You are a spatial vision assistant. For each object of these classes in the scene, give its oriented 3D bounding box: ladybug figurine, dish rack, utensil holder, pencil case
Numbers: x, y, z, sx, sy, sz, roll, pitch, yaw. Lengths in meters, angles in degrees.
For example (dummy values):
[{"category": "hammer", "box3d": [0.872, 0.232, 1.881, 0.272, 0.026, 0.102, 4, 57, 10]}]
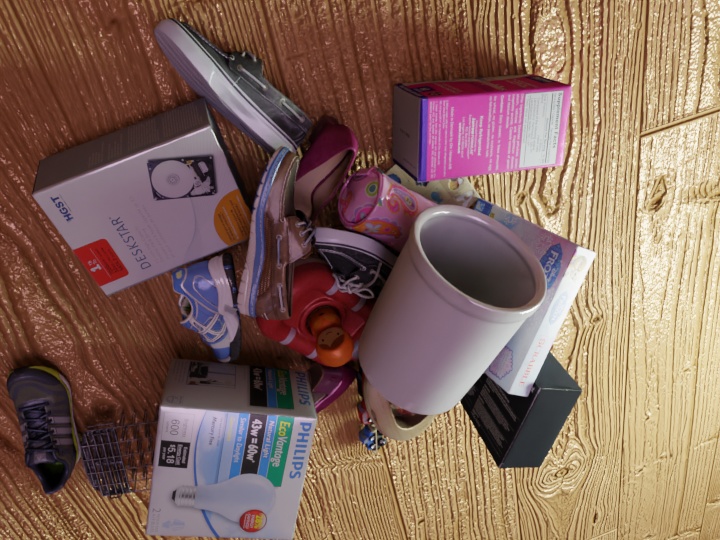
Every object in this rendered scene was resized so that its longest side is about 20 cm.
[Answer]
[{"category": "ladybug figurine", "box3d": [0.057, 0.166, 0.891, 0.135, 0.072, 0.202, -31, 128, -21]}, {"category": "dish rack", "box3d": [-0.309, 0.267, 0.897, 0.196, 0.055, 0.156, -6, 119, -12]}, {"category": "utensil holder", "box3d": [0.102, 0.053, 0.724, 0.167, 0.172, 0.202, 7, 132, -21]}, {"category": "pencil case", "box3d": [0.064, -0.064, 0.777, 0.198, 0.088, 0.088, 20, 112, -39]}]

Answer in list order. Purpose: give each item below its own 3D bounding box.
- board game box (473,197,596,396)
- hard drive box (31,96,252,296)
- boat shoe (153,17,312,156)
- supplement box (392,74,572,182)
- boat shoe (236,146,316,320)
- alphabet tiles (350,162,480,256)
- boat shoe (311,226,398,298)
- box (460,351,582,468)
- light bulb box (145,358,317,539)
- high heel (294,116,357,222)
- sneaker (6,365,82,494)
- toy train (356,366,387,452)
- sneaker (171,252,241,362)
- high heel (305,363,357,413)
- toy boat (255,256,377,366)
[{"category": "board game box", "box3d": [0.190, 0.028, 0.805, 0.041, 0.199, 0.203, 13, 105, -32]}, {"category": "hard drive box", "box3d": [-0.238, -0.082, 0.689, 0.197, 0.077, 0.157, -22, 132, -3]}, {"category": "boat shoe", "box3d": [-0.137, -0.211, 0.673, 0.200, 0.072, 0.071, 42, 78, -31]}, {"category": "supplement box", "box3d": [0.148, -0.182, 0.748, 0.196, 0.101, 0.105, -7, 117, -14]}, {"category": "boat shoe", "box3d": [-0.088, -0.038, 0.689, 0.071, 0.072, 0.203, 14, 110, 2]}, {"category": "alphabet tiles", "box3d": [0.070, -0.071, 0.847, 0.199, 0.006, 0.166, -41, 122, 8]}, {"category": "boat shoe", "box3d": [-0.002, 0.000, 0.780, 0.199, 0.072, 0.069, 30, 71, -58]}, {"category": "box", "box3d": [0.211, 0.160, 0.867, 0.077, 0.201, 0.143, 5, 119, -21]}, {"category": "light bulb box", "box3d": [-0.174, 0.242, 0.812, 0.196, 0.125, 0.202, 7, 109, -14]}, {"category": "high heel", "box3d": [-0.067, -0.087, 0.731, 0.066, 0.096, 0.202, 14, 114, -25]}, {"category": "sneaker", "box3d": [-0.427, 0.216, 0.812, 0.073, 0.081, 0.203, -11, 122, -11]}, {"category": "toy train", "box3d": [0.016, 0.229, 0.977, 0.045, 0.034, 0.203, -17, 128, -17]}, {"category": "sneaker", "box3d": [-0.195, 0.053, 0.778, 0.076, 0.076, 0.202, -8, 140, -13]}, {"category": "high heel", "box3d": [-0.087, 0.220, 0.938, 0.200, 0.068, 0.095, -44, 145, 22]}, {"category": "toy boat", "box3d": [-0.048, 0.077, 0.813, 0.199, 0.131, 0.131, 33, 105, -36]}]
